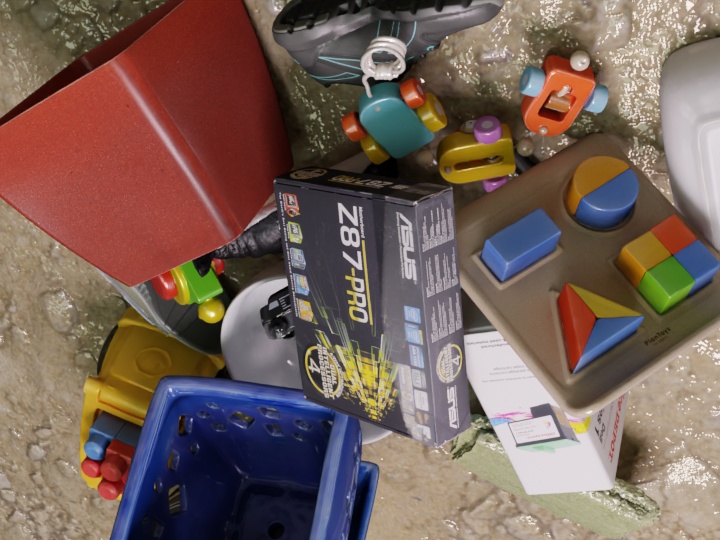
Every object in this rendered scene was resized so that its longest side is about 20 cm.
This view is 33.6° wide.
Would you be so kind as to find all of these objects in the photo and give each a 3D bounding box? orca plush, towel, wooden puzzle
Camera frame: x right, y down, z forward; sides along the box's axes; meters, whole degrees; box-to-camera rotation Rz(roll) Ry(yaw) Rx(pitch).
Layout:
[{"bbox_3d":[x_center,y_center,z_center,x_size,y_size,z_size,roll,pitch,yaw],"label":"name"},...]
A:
[{"bbox_3d":[-0.048,-0.035,1.041,0.071,0.200,0.105,62,165,3],"label":"orca plush"},{"bbox_3d":[0.181,0.198,1.147,0.200,0.037,0.148,26,163,5],"label":"towel"},{"bbox_3d":[0.174,-0.010,0.905,0.200,0.185,0.046,50,159,26],"label":"wooden puzzle"}]

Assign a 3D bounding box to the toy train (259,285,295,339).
[{"bbox_3d":[0.000,0.000,1.037,0.200,0.034,0.046,-28,78,9],"label":"toy train"}]

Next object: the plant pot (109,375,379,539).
[{"bbox_3d":[-0.094,0.228,1.112,0.199,0.201,0.180,4,153,20],"label":"plant pot"}]

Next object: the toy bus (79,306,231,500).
[{"bbox_3d":[-0.229,0.171,1.232,0.135,0.192,0.200,20,130,5],"label":"toy bus"}]

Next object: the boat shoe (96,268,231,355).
[{"bbox_3d":[-0.207,0.009,1.192,0.202,0.075,0.065,39,163,-10],"label":"boat shoe"}]

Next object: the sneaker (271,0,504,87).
[{"bbox_3d":[0.028,-0.196,0.961,0.199,0.076,0.079,-3,136,31],"label":"sneaker"}]

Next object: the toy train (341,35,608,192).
[{"bbox_3d":[0.086,-0.138,0.954,0.199,0.056,0.150,9,135,-13],"label":"toy train"}]

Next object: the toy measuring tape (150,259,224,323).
[{"bbox_3d":[-0.186,-0.036,1.141,0.074,0.073,0.200,-36,81,36],"label":"toy measuring tape"}]

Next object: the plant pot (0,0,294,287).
[{"bbox_3d":[-0.173,-0.106,1.006,0.199,0.200,0.176,-22,111,32],"label":"plant pot"}]

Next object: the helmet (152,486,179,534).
[{"bbox_3d":[-0.133,0.310,1.292,0.200,0.200,0.191,31,108,-1],"label":"helmet"}]

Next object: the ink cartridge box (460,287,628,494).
[{"bbox_3d":[0.159,0.073,1.019,0.084,0.145,0.200,-9,128,28],"label":"ink cartridge box"}]

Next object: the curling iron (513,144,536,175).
[{"bbox_3d":[0.190,-0.045,1.014,0.200,0.026,0.050,44,159,0],"label":"curling iron"}]

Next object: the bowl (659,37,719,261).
[{"bbox_3d":[0.330,-0.081,0.908,0.199,0.075,0.201,-4,120,23],"label":"bowl"}]

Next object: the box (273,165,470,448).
[{"bbox_3d":[0.009,0.025,0.947,0.161,0.049,0.201,13,117,43],"label":"box"}]

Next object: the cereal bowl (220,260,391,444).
[{"bbox_3d":[-0.029,0.067,1.147,0.199,0.083,0.201,11,127,15],"label":"cereal bowl"}]
